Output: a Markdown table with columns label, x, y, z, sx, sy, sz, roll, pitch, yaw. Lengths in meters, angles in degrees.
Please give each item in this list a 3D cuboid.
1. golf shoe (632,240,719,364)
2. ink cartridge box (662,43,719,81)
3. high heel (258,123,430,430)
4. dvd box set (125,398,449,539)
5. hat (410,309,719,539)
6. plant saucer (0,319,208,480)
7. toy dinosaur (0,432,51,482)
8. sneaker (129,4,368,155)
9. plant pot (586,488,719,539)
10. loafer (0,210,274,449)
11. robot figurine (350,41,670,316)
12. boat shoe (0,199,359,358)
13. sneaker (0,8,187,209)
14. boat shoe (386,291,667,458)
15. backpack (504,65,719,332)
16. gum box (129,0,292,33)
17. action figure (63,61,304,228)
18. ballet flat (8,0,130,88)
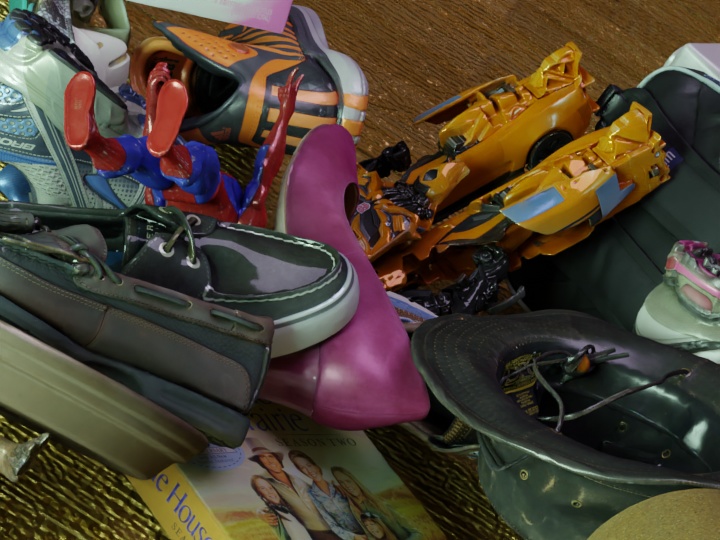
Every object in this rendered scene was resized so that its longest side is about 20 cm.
| label | x | y | z | sx | sy | sz | roll | pitch | yaw |
| --- | --- | --- | --- | --- | --- | --- | --- | --- | --- |
| golf shoe | 0.221 | 0.069 | 1.359 | 0.200 | 0.093 | 0.072 | 35 | 21 | 30 |
| ink cartridge box | 0.238 | -0.020 | 1.639 | 0.200 | 0.145 | 0.084 | 43 | 23 | 18 |
| high heel | 0.000 | 0.000 | 1.320 | 0.095 | 0.068 | 0.200 | 12 | 35 | 3 |
| dvd box set | -0.027 | 0.114 | 1.246 | 0.146 | 0.029 | 0.200 | 4 | 38 | -48 |
| hat | 0.111 | 0.089 | 1.253 | 0.199 | 0.081 | 0.201 | 13 | 18 | -4 |
| plant saucer | -0.156 | 0.038 | 1.133 | 0.199 | 0.030 | 0.200 | 26 | -7 | 3 |
| toy dinosaur | -0.211 | 0.066 | 1.070 | 0.135 | 0.086 | 0.200 | 33 | 20 | 16 |
| sneaker | -0.075 | -0.111 | 1.490 | 0.111 | 0.078 | 0.200 | 9 | 8 | -21 |
| plant pot | 0.153 | 0.192 | 1.112 | 0.185 | 0.187 | 0.201 | 17 | 38 | -30 |
| loafer | -0.118 | 0.010 | 1.161 | 0.200 | 0.063 | 0.072 | 33 | -11 | -37 |
| robot figurine | 0.055 | -0.041 | 1.461 | 0.199 | 0.058 | 0.145 | -28 | 43 | -15 |
| boat shoe | -0.099 | 0.000 | 1.237 | 0.198 | 0.057 | 0.069 | 0 | 43 | -3 |
| sneaker | -0.135 | -0.050 | 1.359 | 0.200 | 0.085 | 0.077 | 40 | 8 | -45 |
| boat shoe | 0.062 | 0.066 | 1.355 | 0.198 | 0.073 | 0.072 | 15 | 13 | 6 |
| backpack | 0.195 | 0.010 | 1.500 | 0.150 | 0.178 | 0.200 | 34 | 10 | -38 |
| gum box | -0.112 | -0.204 | 1.438 | 0.198 | 0.114 | 0.066 | 11 | 26 | -17 |
| action figure | -0.078 | -0.070 | 1.272 | 0.065 | 0.100 | 0.200 | 8 | -15 | 12 |
| ballet flat | -0.154 | -0.120 | 1.446 | 0.072 | 0.072 | 0.201 | 24 | 27 | -18 |
